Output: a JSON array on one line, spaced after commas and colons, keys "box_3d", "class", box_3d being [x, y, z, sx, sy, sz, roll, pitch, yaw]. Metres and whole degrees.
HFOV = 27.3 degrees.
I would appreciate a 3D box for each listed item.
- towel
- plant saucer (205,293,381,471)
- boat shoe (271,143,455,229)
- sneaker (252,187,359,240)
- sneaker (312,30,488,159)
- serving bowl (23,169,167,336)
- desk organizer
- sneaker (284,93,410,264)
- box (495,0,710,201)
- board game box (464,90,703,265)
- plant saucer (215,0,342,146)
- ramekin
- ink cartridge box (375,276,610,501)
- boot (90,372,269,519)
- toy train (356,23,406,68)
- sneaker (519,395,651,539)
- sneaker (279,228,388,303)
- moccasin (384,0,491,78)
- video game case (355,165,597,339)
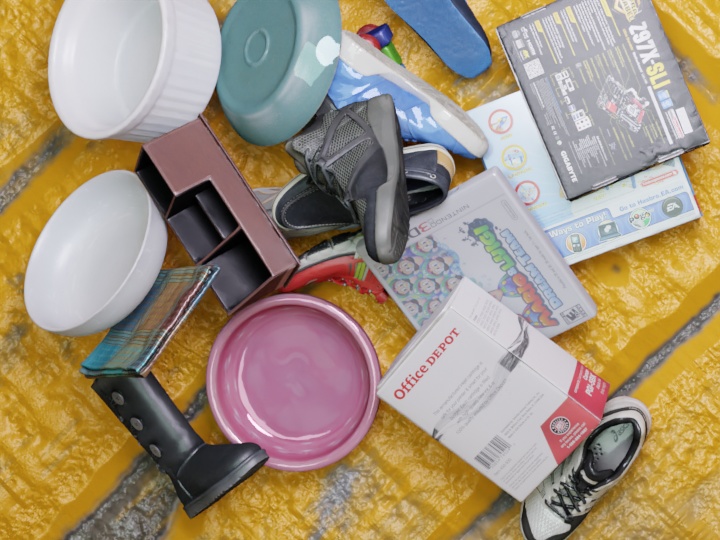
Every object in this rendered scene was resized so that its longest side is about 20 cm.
[{"box_3d": [-0.230, 0.054, 1.594, 0.022, 0.200, 0.147, 39, 71, -19], "class": "towel"}, {"box_3d": [-0.072, 0.123, 1.663, 0.200, 0.051, 0.201, 1, 96, 12], "class": "plant saucer"}, {"box_3d": [0.001, -0.078, 1.539, 0.200, 0.062, 0.075, -13, 133, 11], "class": "boat shoe"}, {"box_3d": [-0.086, -0.064, 1.641, 0.200, 0.092, 0.076, -16, 90, 12], "class": "sneaker"}, {"box_3d": [0.030, -0.154, 1.566, 0.200, 0.077, 0.111, 34, 107, -10], "class": "sneaker"}, {"box_3d": [-0.286, -0.010, 1.661, 0.200, 0.066, 0.200, -23, 49, 30], "class": "serving bowl"}, {"box_3d": [-0.155, -0.059, 1.586, 0.077, 0.072, 0.200, -30, 80, -25], "class": "desk organizer"}, {"box_3d": [-0.012, -0.083, 1.462, 0.114, 0.076, 0.199, -11, 56, 8], "class": "sneaker"}, {"box_3d": [0.250, -0.192, 1.538, 0.160, 0.049, 0.200, -23, 88, 8], "class": "box"}, {"box_3d": [0.239, -0.114, 1.596, 0.200, 0.056, 0.196, -20, 88, 11], "class": "board game box"}, {"box_3d": [-0.099, -0.233, 1.576, 0.200, 0.036, 0.200, -14, 71, 46], "class": "plant saucer"}, {"box_3d": [-0.244, -0.235, 1.623, 0.200, 0.098, 0.201, -7, 80, 42], "class": "ramekin"}, {"box_3d": [0.140, 0.125, 1.574, 0.200, 0.083, 0.147, 37, 121, -3], "class": "ink cartridge box"}, {"box_3d": [-0.206, 0.167, 1.657, 0.200, 0.066, 0.165, 55, 134, 6], "class": "boot"}, {"box_3d": [-0.034, -0.180, 1.640, 0.200, 0.085, 0.116, -28, 103, 14], "class": "toy train"}, {"box_3d": [0.236, 0.220, 1.596, 0.076, 0.088, 0.200, 35, 99, 6], "class": "sneaker"}, {"box_3d": [0.000, 0.000, 1.639, 0.200, 0.077, 0.085, -17, 98, 13], "class": "sneaker"}, {"box_3d": [0.067, -0.293, 1.592, 0.080, 0.068, 0.200, -28, 109, 17], "class": "moccasin"}, {"box_3d": [0.124, 0.009, 1.582, 0.182, 0.024, 0.200, -29, 111, 25], "class": "video game case"}]
